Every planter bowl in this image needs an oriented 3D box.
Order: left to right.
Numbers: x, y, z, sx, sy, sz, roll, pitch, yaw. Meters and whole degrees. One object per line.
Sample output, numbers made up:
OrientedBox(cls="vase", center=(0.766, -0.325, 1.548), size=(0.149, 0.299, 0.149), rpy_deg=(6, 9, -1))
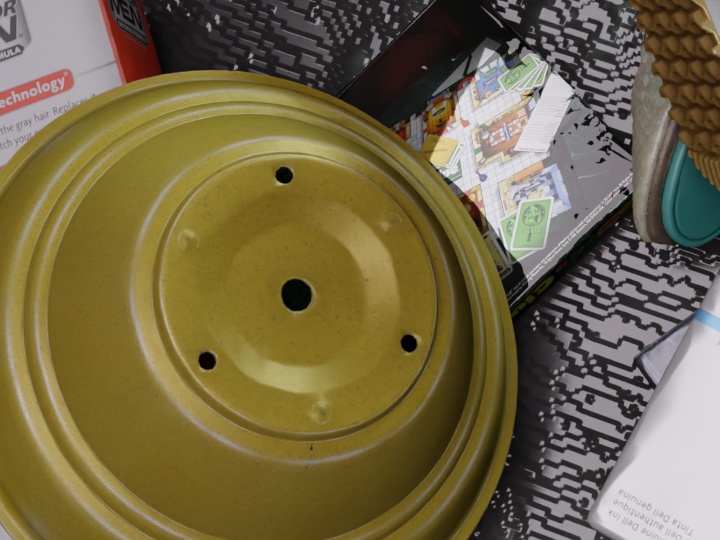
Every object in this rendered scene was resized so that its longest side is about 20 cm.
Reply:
OrientedBox(cls="planter bowl", center=(-0.029, 0.017, 0.813), size=(0.200, 0.083, 0.201), rpy_deg=(5, 73, -16))

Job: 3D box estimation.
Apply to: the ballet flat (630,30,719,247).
OrientedBox(cls="ballet flat", center=(0.135, -0.101, 0.876), size=(0.062, 0.067, 0.200), rpy_deg=(26, 87, 43))

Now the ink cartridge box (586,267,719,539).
OrientedBox(cls="ink cartridge box", center=(0.140, 0.117, 0.811), size=(0.148, 0.076, 0.200), rpy_deg=(28, 88, 17))

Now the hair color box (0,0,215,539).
OrientedBox(cls="hair color box", center=(-0.104, 0.002, 0.894), size=(0.101, 0.061, 0.201), rpy_deg=(-19, 80, 12))

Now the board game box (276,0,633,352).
OrientedBox(cls="board game box", center=(0.000, 0.000, 0.909), size=(0.200, 0.023, 0.105), rpy_deg=(-44, 77, 6))

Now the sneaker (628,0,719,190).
OrientedBox(cls="sneaker", center=(0.126, -0.127, 0.803), size=(0.090, 0.075, 0.201), rpy_deg=(-20, 102, -16))

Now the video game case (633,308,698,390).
OrientedBox(cls="video game case", center=(0.214, 0.028, 0.856), size=(0.200, 0.019, 0.143), rpy_deg=(-37, 77, 9))
